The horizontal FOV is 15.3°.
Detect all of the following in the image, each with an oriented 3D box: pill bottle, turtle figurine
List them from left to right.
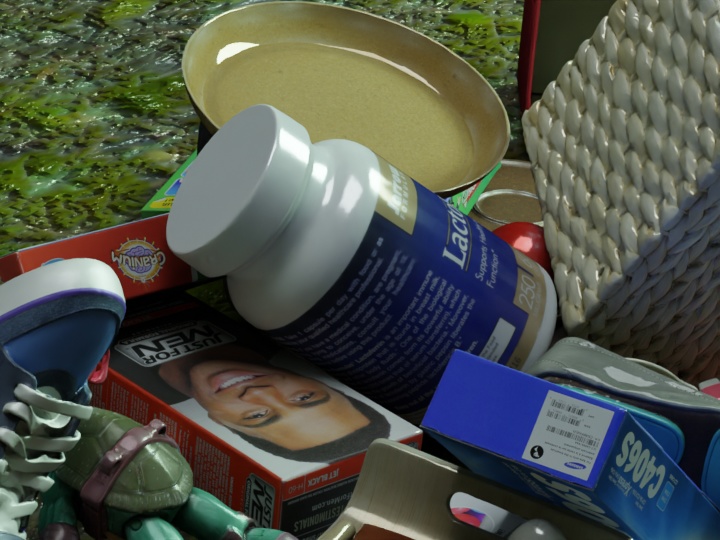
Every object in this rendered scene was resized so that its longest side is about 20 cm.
[{"bbox_3d":[-0.119,0.119,1.302,0.200,0.101,0.150,30,48,22],"label":"turtle figurine"},{"bbox_3d":[0.000,0.000,1.451,0.200,0.116,0.116,33,13,-27],"label":"pill bottle"}]

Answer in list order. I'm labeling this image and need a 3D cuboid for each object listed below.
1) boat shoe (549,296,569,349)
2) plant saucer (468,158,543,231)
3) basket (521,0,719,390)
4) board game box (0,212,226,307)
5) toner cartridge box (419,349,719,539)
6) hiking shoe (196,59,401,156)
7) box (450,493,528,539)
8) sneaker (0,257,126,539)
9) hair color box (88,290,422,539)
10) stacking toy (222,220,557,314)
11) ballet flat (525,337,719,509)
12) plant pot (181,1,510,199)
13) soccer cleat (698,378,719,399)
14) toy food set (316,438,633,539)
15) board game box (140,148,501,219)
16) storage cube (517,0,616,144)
[{"bbox_3d":[0.139,0.033,1.570,0.072,0.060,0.200,18,28,24],"label":"boat shoe"},{"bbox_3d":[0.098,-0.028,1.727,0.200,0.032,0.200,5,26,-2],"label":"plant saucer"},{"bbox_3d":[0.212,-0.054,1.509,0.161,0.198,0.200,19,40,-25],"label":"basket"},{"bbox_3d":[-0.154,0.005,1.495,0.200,0.040,0.153,-16,-1,-44],"label":"board game box"},{"bbox_3d":[0.109,0.101,1.304,0.095,0.043,0.200,21,-11,28],"label":"toner cartridge box"},{"bbox_3d":[-0.016,-0.095,1.655,0.101,0.076,0.200,13,23,35],"label":"hiking shoe"},{"bbox_3d":[0.091,0.182,1.273,0.200,0.041,0.156,20,29,26],"label":"box"},{"bbox_3d":[-0.162,0.107,1.230,0.081,0.200,0.147,29,25,-55],"label":"sneaker"},{"bbox_3d":[-0.071,0.083,1.426,0.101,0.061,0.200,-17,33,-41],"label":"hair color box"},{"bbox_3d":[0.023,-0.009,1.577,0.200,0.085,0.085,3,24,15],"label":"stacking toy"},{"bbox_3d":[0.181,0.085,1.393,0.200,0.067,0.064,23,37,14],"label":"ballet flat"},{"bbox_3d":[-0.011,-0.095,1.587,0.200,0.028,0.200,12,35,-8],"label":"plant pot"},{"bbox_3d":[0.266,0.097,1.475,0.200,0.067,0.077,-1,55,-24],"label":"soccer cleat"},{"bbox_3d":[0.023,0.148,1.203,0.143,0.060,0.200,21,29,20],"label":"toy food set"},{"bbox_3d":[-0.023,-0.053,1.707,0.200,0.029,0.135,0,23,18],"label":"board game box"},{"bbox_3d":[0.202,-0.183,1.887,0.171,0.200,0.180,4,19,0],"label":"storage cube"}]
